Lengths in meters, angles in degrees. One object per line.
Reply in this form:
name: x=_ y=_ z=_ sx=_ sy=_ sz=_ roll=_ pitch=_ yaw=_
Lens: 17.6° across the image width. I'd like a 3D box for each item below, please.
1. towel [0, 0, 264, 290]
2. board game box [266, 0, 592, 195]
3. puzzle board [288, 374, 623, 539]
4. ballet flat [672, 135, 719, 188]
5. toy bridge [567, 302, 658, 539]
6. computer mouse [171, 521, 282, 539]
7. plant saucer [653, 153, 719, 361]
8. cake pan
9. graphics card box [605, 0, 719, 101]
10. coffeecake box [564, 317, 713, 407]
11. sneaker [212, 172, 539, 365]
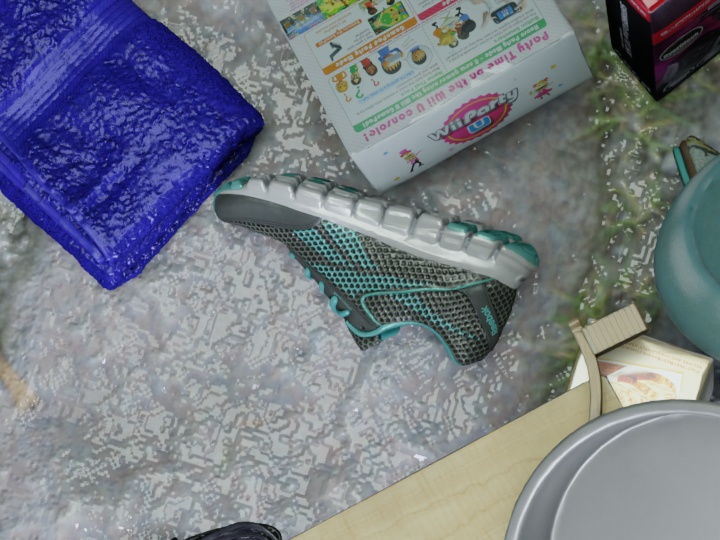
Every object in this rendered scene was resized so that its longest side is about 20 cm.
towel: x=-0.175 y=-0.103 z=1.423 sx=0.200 sy=0.050 sz=0.148 roll=42 pitch=90 yaw=11
board game box: x=0.024 y=-0.167 z=1.376 sx=0.147 sy=0.064 sz=0.200 roll=-29 pitch=63 yaw=4
puzzle board: x=0.074 y=0.166 z=1.210 sx=0.200 sy=0.017 sz=0.151 roll=-28 pitch=80 yaw=4
ballet flat: x=0.229 y=0.001 z=1.317 sx=0.071 sy=0.069 sz=0.200 roll=-18 pitch=51 yaw=14
toy bridge: x=0.152 y=0.114 z=1.184 sx=0.067 sy=0.027 sz=0.200 roll=-27 pitch=81 yaw=5
computer mouse: x=-0.073 y=0.240 z=1.347 sx=0.140 sy=0.046 sz=0.200 roll=-18 pitch=87 yaw=15
plant saucer: x=0.255 y=-0.022 z=1.254 sx=0.200 sy=0.027 sz=0.200 roll=-10 pitch=43 yaw=9
cake pan: x=0.167 y=0.157 z=1.137 sx=0.200 sy=0.037 sz=0.201 roll=5 pitch=102 yaw=24
graphics card box: x=0.198 y=-0.172 z=1.306 sx=0.125 sy=0.200 sz=0.051 roll=-38 pitch=78 yaw=0
coffeecake box: x=0.132 y=0.140 z=1.292 sx=0.073 sy=0.154 sz=0.200 roll=18 pitch=84 yaw=11
sneaker: x=0.000 y=0.000 z=1.374 sx=0.200 sy=0.078 sz=0.091 roll=17 pitch=97 yaw=16
